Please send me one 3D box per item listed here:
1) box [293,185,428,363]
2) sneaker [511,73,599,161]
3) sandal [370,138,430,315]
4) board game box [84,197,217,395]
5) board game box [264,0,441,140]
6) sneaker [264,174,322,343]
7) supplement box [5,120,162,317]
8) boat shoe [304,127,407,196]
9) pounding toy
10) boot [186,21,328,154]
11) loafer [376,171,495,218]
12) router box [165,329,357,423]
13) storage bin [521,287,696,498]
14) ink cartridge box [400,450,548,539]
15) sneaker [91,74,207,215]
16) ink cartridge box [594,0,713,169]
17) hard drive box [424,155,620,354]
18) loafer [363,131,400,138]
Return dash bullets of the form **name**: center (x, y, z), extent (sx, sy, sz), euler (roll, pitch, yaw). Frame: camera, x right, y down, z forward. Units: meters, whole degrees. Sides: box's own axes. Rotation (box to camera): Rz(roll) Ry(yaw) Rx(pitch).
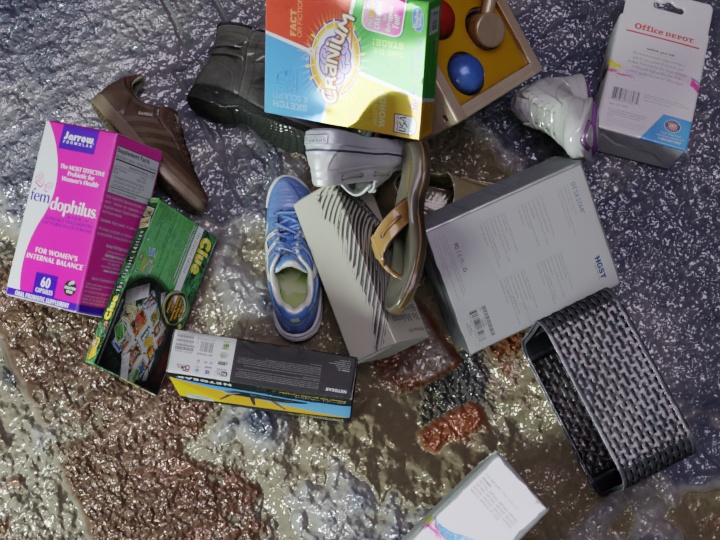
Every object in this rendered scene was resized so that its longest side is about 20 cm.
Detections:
- **box**: center (0.000, 0.000, 1.304), extent (0.068, 0.082, 0.202), euler (-28, 78, 31)
- **sneaker**: center (0.230, -0.178, 1.346), extent (0.098, 0.200, 0.076), euler (-1, 113, 4)
- **sandal**: center (0.040, -0.051, 1.245), extent (0.054, 0.082, 0.202), euler (9, 80, -14)
- **board game box**: center (-0.236, 0.030, 1.299), extent (0.023, 0.105, 0.202), euler (4, 67, 41)
- **board game box**: center (-0.012, -0.239, 1.269), extent (0.198, 0.040, 0.155), euler (13, 115, 22)
- **sneaker**: center (-0.074, -0.021, 1.327), extent (0.075, 0.077, 0.202), euler (-7, 73, -2)
- **supplement box**: center (-0.310, -0.055, 1.282), extent (0.100, 0.103, 0.202), euler (11, 86, 22)
- **boat shoe**: center (-0.005, -0.117, 1.273), extent (0.073, 0.199, 0.068), euler (4, 93, 33)
- **pounding toy**: center (0.118, -0.285, 1.330), extent (0.199, 0.142, 0.185), euler (-34, 97, -32)
- **boot**: center (-0.105, -0.230, 1.394), extent (0.198, 0.068, 0.132), euler (22, 71, 4)
- **loafer**: center (0.117, -0.075, 1.353), extent (0.198, 0.068, 0.077), euler (5, 74, 0)
- **router box**: center (-0.104, 0.119, 1.247), extent (0.198, 0.149, 0.052), euler (9, 73, 1)
- **storage bin**: center (0.271, 0.137, 1.260), extent (0.093, 0.135, 0.201), euler (-25, 76, -9)
- **ink cartridge box**: center (0.093, 0.296, 1.203), extent (0.200, 0.146, 0.083), euler (-42, 80, -12)
- **sneaker**: center (-0.238, -0.157, 1.365), extent (0.075, 0.071, 0.200), euler (-41, 79, -13)
- **ink cartridge box**: center (0.358, -0.240, 1.409), extent (0.114, 0.068, 0.202), euler (15, 74, 2)
- **hard drive box**: center (0.177, -0.020, 1.303), extent (0.198, 0.077, 0.157), euler (-23, 104, -8)
- **loafer**: center (0.062, -0.220, 1.395), extent (0.062, 0.072, 0.201), euler (24, 72, -1)
